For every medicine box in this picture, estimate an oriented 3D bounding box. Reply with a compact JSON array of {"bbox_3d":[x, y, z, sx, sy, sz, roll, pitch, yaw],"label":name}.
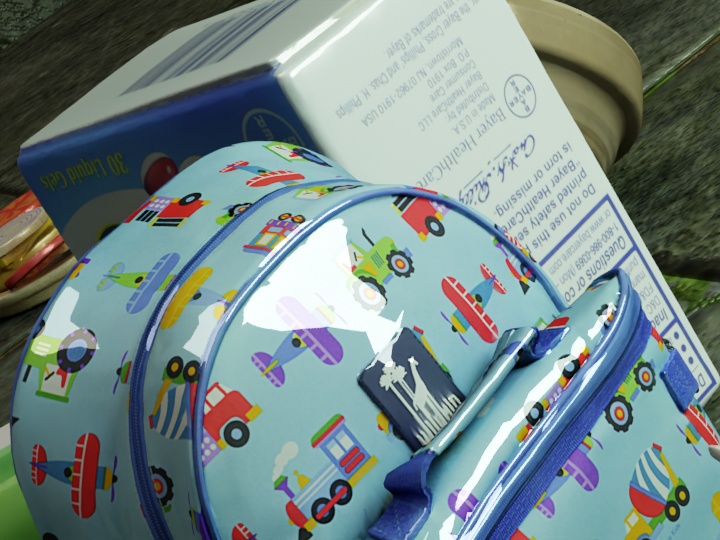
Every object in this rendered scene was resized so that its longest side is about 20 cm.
[{"bbox_3d":[0.000,0.000,0.840,0.103,0.201,0.182,-41,18,-34],"label":"medicine box"}]

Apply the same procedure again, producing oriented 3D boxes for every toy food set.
[{"bbox_3d":[-0.206,-0.035,1.598,0.199,0.049,0.198,-20,21,38],"label":"toy food set"}]

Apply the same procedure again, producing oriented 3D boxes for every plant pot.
[{"bbox_3d":[0.029,-0.045,1.034,0.200,0.200,0.093,-18,63,43],"label":"plant pot"}]

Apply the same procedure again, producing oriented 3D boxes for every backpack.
[{"bbox_3d":[0.008,0.060,0.656,0.183,0.201,0.134,-43,19,-33],"label":"backpack"}]

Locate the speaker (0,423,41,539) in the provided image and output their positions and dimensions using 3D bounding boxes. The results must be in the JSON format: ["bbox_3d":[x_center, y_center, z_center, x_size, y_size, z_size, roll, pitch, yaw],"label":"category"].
[{"bbox_3d":[-0.143,0.109,1.002,0.199,0.089,0.089,-29,17,13],"label":"speaker"}]

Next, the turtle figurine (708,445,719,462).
[{"bbox_3d":[0.089,0.126,0.495,0.149,0.101,0.200,-36,28,9],"label":"turtle figurine"}]
